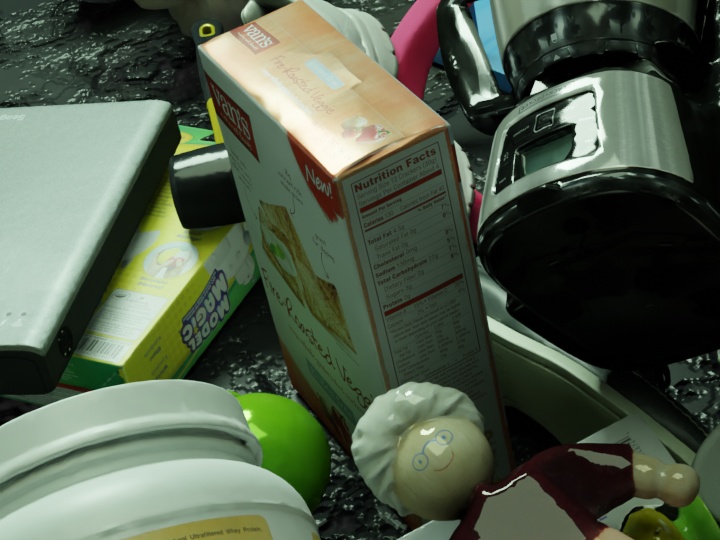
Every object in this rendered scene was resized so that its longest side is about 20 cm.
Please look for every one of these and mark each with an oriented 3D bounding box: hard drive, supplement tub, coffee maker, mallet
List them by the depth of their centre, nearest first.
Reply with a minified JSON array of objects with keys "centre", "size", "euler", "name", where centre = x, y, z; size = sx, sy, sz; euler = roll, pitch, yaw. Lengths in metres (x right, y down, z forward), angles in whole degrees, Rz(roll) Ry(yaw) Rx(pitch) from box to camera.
[{"centre":[-0.067,0.154,0.667],"size":[0.143,0.145,0.201],"euler":[-18,65,-7],"name":"supplement tub"},{"centre":[0.131,-0.070,0.812],"size":[0.191,0.135,0.202],"euler":[14,58,-22],"name":"coffee maker"},{"centre":[-0.185,-0.015,0.996],"size":[0.138,0.033,0.201],"euler":[-2,38,18],"name":"hard drive"},{"centre":[-0.084,-0.084,1.050],"size":[0.065,0.041,0.200],"euler":[-15,34,-9],"name":"mallet"}]

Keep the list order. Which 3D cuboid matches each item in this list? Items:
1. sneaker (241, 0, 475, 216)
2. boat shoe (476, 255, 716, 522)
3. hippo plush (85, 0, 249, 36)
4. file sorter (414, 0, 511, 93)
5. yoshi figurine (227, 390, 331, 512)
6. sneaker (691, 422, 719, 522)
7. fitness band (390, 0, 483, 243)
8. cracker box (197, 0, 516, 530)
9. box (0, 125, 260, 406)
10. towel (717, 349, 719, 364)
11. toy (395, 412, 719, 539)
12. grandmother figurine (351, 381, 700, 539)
[{"centre":[-0.009,-0.074,1.015],"size":[0.075,0.087,0.201],"euler":[-49,47,19],"name":"sneaker"},{"centre":[0.103,0.042,0.874],"size":[0.066,0.075,0.199],"euler":[-38,37,-19],"name":"boat shoe"},{"centre":[-0.152,-0.241,1.236],"size":[0.160,0.202,0.159],"euler":[1,16,30],"name":"hippo plush"},{"centre":[0.135,-0.179,1.111],"size":[0.138,0.123,0.199],"euler":[-35,42,-28],"name":"file sorter"},{"centre":[-0.076,0.115,0.814],"size":[0.111,0.113,0.200],"euler":[15,42,16],"name":"yoshi figurine"},{"centre":[0.224,0.056,0.816],"size":[0.199,0.071,0.099],"euler":[-24,-2,-4],"name":"sneaker"},{"centre":[0.075,-0.091,1.014],"size":[0.037,0.144,0.200],"euler":[19,16,-38],"name":"fitness band"},{"centre":[0.000,0.000,0.853],"size":[0.057,0.201,0.134],"euler":[-25,38,-16],"name":"cracker box"},{"centre":[-0.114,-0.008,1.028],"size":[0.116,0.049,0.200],"euler":[10,45,28],"name":"box"},{"centre":[0.239,-0.018,0.956],"size":[0.151,0.024,0.201],"euler":[-5,36,8],"name":"towel"},{"centre":[0.055,0.151,0.762],"size":[0.199,0.047,0.115],"euler":[-30,52,-5],"name":"toy"},{"centre":[0.077,0.111,0.718],"size":[0.200,0.061,0.121],"euler":[39,64,23],"name":"grandmother figurine"}]
